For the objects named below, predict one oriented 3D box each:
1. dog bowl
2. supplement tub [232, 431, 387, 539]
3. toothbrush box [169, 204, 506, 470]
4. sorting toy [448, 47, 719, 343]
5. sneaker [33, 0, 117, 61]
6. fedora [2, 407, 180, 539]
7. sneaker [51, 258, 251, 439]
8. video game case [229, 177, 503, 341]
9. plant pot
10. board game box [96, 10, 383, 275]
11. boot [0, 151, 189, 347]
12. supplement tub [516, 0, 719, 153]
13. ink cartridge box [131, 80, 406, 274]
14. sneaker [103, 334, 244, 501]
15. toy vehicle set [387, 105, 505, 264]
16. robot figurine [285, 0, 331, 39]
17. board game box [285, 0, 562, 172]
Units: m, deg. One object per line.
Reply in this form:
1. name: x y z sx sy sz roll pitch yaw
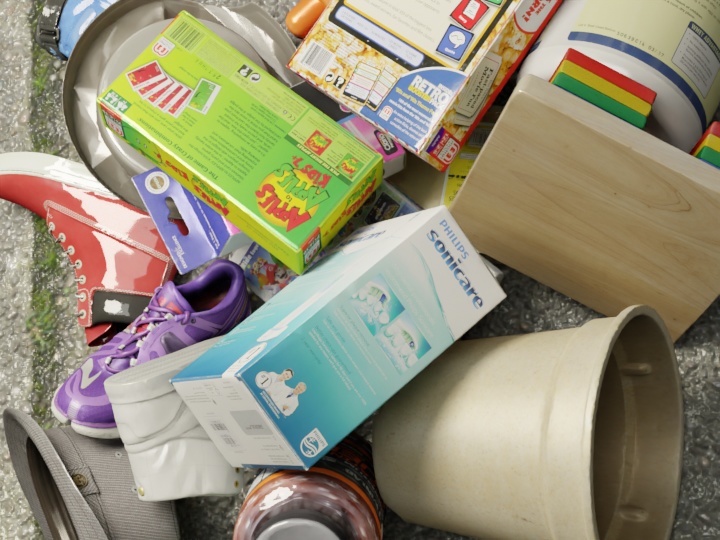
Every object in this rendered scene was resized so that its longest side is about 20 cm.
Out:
1. dog bowl: -0.142 -0.133 1.343 0.199 0.059 0.201 1 79 -6
2. supplement tub: -0.035 0.184 1.186 0.107 0.200 0.107 0 100 3
3. toothbrush box: -0.018 0.049 1.171 0.200 0.146 0.085 -41 102 -24
4. sorting toy: 0.183 -0.056 1.183 0.200 0.199 0.070 27 60 0
5. sneaker: -0.230 -0.179 1.428 0.111 0.077 0.201 -1 83 24
6. fedora: -0.200 0.183 1.288 0.090 0.177 0.200 -21 48 -22
7. sneaker: -0.166 0.054 1.291 0.081 0.084 0.200 29 50 24
8. video game case: 0.000 0.000 1.312 0.200 0.018 0.143 40 107 21
9. plant pot: 0.116 0.123 1.185 0.183 0.200 0.201 1 75 28
10. board game box: -0.091 -0.099 1.246 0.200 0.048 0.102 37 73 14
11. boot: -0.246 -0.016 1.389 0.199 0.072 0.145 15 81 17
12. supplement tub: 0.219 -0.186 1.240 0.145 0.145 0.200 20 67 21
13. ink cartridge box: -0.072 -0.082 1.284 0.200 0.037 0.095 -27 72 -8
14. sneaker: -0.099 0.112 1.261 0.074 0.200 0.116 -2 103 52
15. toy vehicle set: 0.098 -0.071 1.320 0.199 0.027 0.125 8 77 19
16. robot figurine: 0.031 -0.245 1.341 0.200 0.117 0.144 -38 53 4
17. board game box: 0.058 -0.196 1.226 0.151 0.046 0.200 37 94 34
